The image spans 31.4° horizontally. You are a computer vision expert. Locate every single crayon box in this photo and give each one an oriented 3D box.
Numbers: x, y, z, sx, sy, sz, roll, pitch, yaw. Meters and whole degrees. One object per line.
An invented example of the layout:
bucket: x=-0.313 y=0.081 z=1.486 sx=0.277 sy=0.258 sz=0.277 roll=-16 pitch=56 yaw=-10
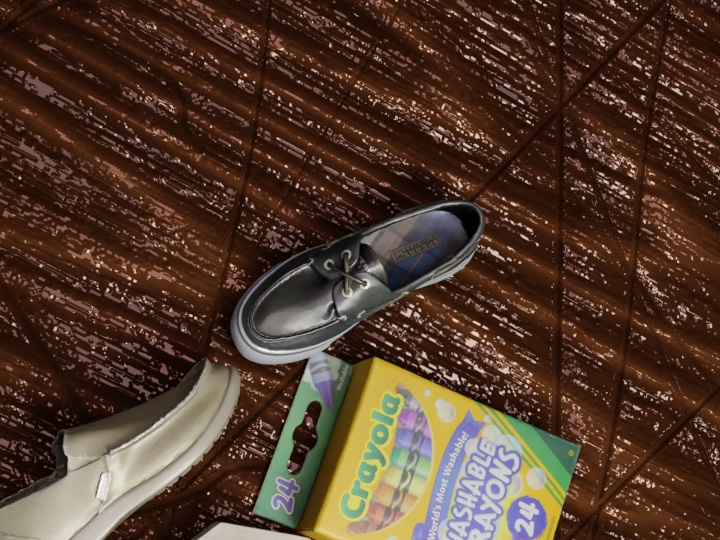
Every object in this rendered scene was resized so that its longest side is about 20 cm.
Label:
crayon box: x=0.041 y=0.145 z=0.886 sx=0.199 sy=0.052 sz=0.126 roll=24 pitch=73 yaw=-13

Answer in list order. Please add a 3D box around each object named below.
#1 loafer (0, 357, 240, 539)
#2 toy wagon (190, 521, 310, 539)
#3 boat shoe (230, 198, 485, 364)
loafer: x=-0.159 y=0.120 z=0.811 sx=0.200 sy=0.076 sz=0.068 roll=-44 pitch=101 yaw=-20
toy wagon: x=-0.084 y=0.269 z=0.828 sx=0.154 sy=0.040 sz=0.201 roll=13 pitch=77 yaw=-16
boat shoe: x=0.000 y=0.000 z=0.892 sx=0.199 sy=0.057 sz=0.069 roll=-27 pitch=80 yaw=-22
